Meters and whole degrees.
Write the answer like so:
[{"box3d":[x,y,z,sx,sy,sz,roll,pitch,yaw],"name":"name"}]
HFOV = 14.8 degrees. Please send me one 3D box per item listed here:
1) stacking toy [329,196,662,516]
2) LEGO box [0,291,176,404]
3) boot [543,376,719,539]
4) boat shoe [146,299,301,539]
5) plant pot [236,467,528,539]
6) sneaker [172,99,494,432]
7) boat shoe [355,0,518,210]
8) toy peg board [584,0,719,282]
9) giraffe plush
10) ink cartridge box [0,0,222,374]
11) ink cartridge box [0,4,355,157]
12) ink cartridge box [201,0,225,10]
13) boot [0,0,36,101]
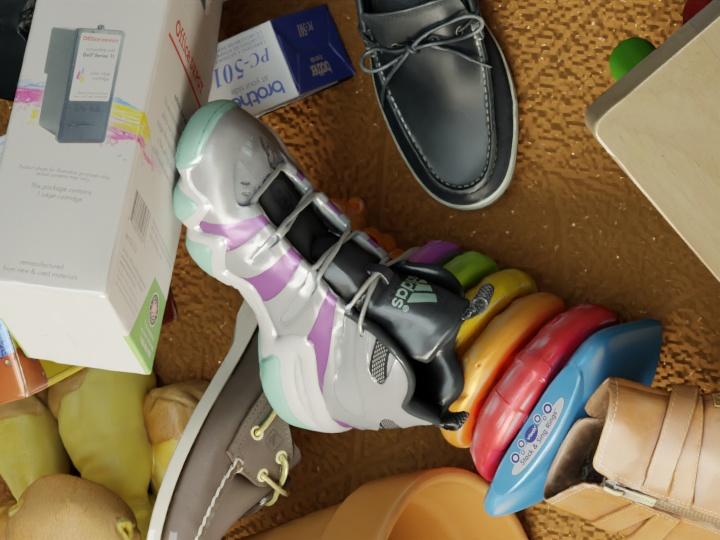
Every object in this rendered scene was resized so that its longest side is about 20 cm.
[{"box3d":[0.047,0.025,1.445,0.200,0.110,0.116,39,110,19],"name":"stacking toy"},{"box3d":[-0.206,0.026,1.462,0.148,0.200,0.078,-15,95,20],"name":"LEGO box"},{"box3d":[0.164,0.129,1.386,0.154,0.074,0.201,10,127,-12],"name":"boot"},{"box3d":[-0.057,0.085,1.447,0.059,0.201,0.072,20,146,5],"name":"boat shoe"},{"box3d":[-0.005,0.205,1.445,0.139,0.200,0.201,-5,99,31],"name":"plant pot"},{"box3d":[0.000,0.000,1.349,0.139,0.078,0.200,5,137,36],"name":"sneaker"},{"box3d":[0.031,-0.126,1.430,0.074,0.062,0.201,-10,99,17],"name":"boat shoe"},{"box3d":[0.230,-0.083,1.338,0.199,0.098,0.200,-40,116,7],"name":"toy peg board"},{"box3d":[-0.149,0.155,1.488,0.172,0.162,0.201,-15,95,20],"name":"giraffe plush"},{"box3d":[-0.121,-0.065,1.328,0.067,0.117,0.201,7,71,9],"name":"ink cartridge box"},{"box3d":[-0.110,-0.080,1.467,0.199,0.094,0.044,-21,93,21],"name":"ink cartridge box"},{"box3d":[-0.139,-0.228,1.387,0.083,0.147,0.201,-30,70,19],"name":"ink cartridge box"},{"box3d":[-0.223,-0.188,1.489,0.167,0.076,0.201,6,109,20],"name":"boot"}]
